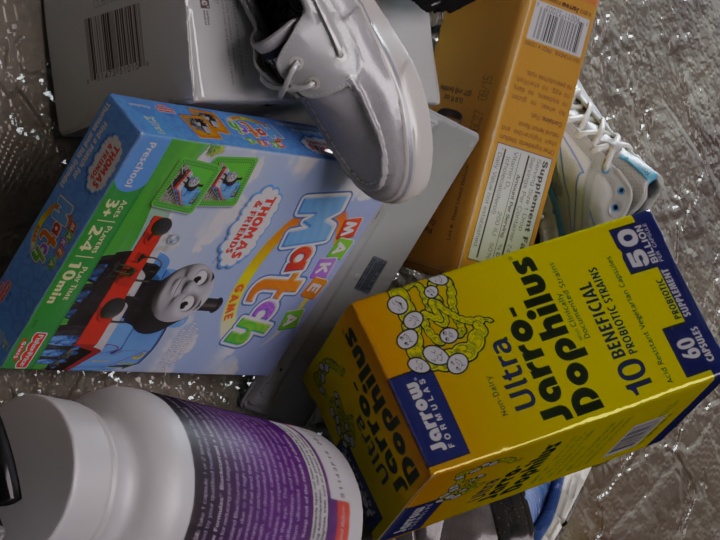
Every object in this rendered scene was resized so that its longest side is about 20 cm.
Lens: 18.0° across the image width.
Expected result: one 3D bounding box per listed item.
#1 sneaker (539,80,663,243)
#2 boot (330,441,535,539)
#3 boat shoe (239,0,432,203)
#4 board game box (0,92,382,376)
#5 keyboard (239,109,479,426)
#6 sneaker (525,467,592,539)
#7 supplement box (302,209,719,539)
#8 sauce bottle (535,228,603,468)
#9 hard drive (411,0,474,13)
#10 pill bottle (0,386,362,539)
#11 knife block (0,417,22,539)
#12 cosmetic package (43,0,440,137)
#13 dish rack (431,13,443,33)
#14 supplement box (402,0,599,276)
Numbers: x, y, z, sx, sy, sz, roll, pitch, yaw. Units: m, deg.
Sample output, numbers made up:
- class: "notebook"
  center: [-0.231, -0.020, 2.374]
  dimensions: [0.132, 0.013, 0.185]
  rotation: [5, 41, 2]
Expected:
- class: "sneaker"
  center: [0.143, -0.070, 1.405]
  dimensions: [0.075, 0.086, 0.201]
  rotation: [-35, 107, -42]
- class: "boot"
  center: [0.018, 0.099, 1.331]
  dimensions: [0.131, 0.070, 0.201]
  rotation: [-2, 53, -20]
- class: "boat shoe"
  center: [-0.027, -0.121, 1.140]
  dimensions: [0.068, 0.072, 0.201]
  rotation: [-28, 105, -38]
- class: "board game box"
  center: [-0.086, -0.013, 1.183]
  dimensions: [0.200, 0.037, 0.152]
  rotation: [3, 127, -50]
- class: "keyboard"
  center: [0.000, 0.000, 1.294]
  dimensions: [0.056, 0.011, 0.200]
  rotation: [20, 105, -53]
- class: "sneaker"
  center: [0.098, 0.115, 1.420]
  dimensions: [0.089, 0.079, 0.201]
  rotation: [29, 85, -4]
- class: "supplement box"
  center: [0.087, 0.059, 1.278]
  dimensions: [0.199, 0.110, 0.109]
  rotation: [-17, 70, -24]
- class: "sauce bottle"
  center: [0.120, 0.030, 1.470]
  dimensions: [0.065, 0.065, 0.201]
  rotation: [-36, 115, -45]
- class: "hard drive"
  center: [0.007, -0.213, 1.173]
  dimensions: [0.140, 0.038, 0.200]
  rotation: [67, 11, 10]
- class: "pill bottle"
  center: [-0.101, 0.120, 1.163]
  dimensions: [0.200, 0.111, 0.112]
  rotation: [18, 72, -48]
- class: "knife block"
  center: [-0.203, 0.024, 1.043]
  dimensions: [0.175, 0.064, 0.200]
  rotation: [36, 57, -16]
- class: "cosmetic package"
  center: [-0.061, -0.119, 1.235]
  dimensions: [0.200, 0.113, 0.082]
  rotation: [-2, 85, -48]
- class: "dish rack"
  center: [0.058, -0.162, 1.425]
  dimensions: [0.153, 0.054, 0.201]
  rotation: [-8, 93, -51]
- class: "supplement box"
  center: [0.078, -0.091, 1.338]
  dimensions: [0.069, 0.066, 0.201]
  rotation: [16, 91, -45]
